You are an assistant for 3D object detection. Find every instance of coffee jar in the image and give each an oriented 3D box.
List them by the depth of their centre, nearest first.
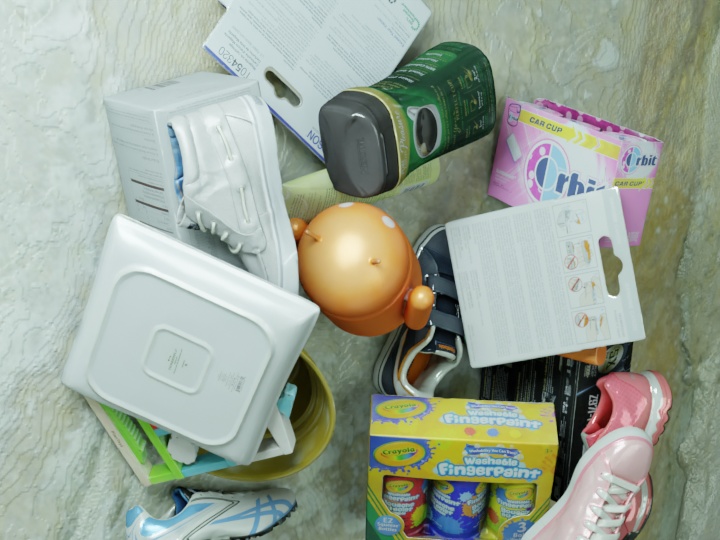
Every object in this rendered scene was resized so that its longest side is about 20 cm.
[{"bbox_3d":[0.046,-0.151,1.273,0.199,0.085,0.105,-31,124,-38],"label":"coffee jar"}]

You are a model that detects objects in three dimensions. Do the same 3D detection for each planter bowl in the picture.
[{"bbox_3d":[-0.115,0.105,1.243,0.084,0.198,0.202,-75,144,-54],"label":"planter bowl"}]

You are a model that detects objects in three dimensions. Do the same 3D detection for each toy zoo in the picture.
[{"bbox_3d":[-0.149,0.134,1.205,0.021,0.198,0.132,-76,144,-54],"label":"toy zoo"}]

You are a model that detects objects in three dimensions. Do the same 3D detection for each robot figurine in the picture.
[{"bbox_3d":[0.002,0.000,1.272,0.116,0.200,0.145,-24,74,4],"label":"robot figurine"}]

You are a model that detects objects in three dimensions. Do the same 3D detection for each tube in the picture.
[{"bbox_3d":[-0.009,-0.090,1.314,0.198,0.052,0.059,-21,109,-29],"label":"tube"}]

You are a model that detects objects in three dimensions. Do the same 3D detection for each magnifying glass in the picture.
[{"bbox_3d":[0.186,0.072,1.401,0.022,0.199,0.081,-5,102,-42],"label":"magnifying glass"}]

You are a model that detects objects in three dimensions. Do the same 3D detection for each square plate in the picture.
[{"bbox_3d":[-0.159,0.072,1.136,0.196,0.029,0.201,25,122,-2],"label":"square plate"}]

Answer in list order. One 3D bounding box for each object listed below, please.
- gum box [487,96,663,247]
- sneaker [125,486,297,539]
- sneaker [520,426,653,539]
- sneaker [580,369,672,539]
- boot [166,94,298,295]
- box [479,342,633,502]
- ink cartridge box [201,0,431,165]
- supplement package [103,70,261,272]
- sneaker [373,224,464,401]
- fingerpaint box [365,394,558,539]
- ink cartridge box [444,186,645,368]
[{"bbox_3d":[0.226,-0.112,1.388,0.066,0.199,0.115,-3,111,-35],"label":"gum box"},{"bbox_3d":[-0.147,0.247,1.296,0.198,0.072,0.073,-10,81,-40],"label":"sneaker"},{"bbox_3d":[0.246,0.263,1.306,0.075,0.105,0.201,25,112,-26],"label":"sneaker"},{"bbox_3d":[0.272,0.203,1.387,0.086,0.074,0.203,9,94,-21],"label":"sneaker"},{"bbox_3d":[-0.115,-0.047,1.110,0.095,0.073,0.202,-16,106,-21],"label":"boot"},{"bbox_3d":[0.220,0.144,1.467,0.085,0.163,0.203,-4,104,-34],"label":"box"},{"bbox_3d":[-0.046,-0.241,1.254,0.196,0.043,0.201,42,78,-37],"label":"ink cartridge box"},{"bbox_3d":[-0.150,-0.070,1.182,0.113,0.109,0.202,-20,112,-30],"label":"supplement package"},{"bbox_3d":[0.083,0.052,1.400,0.078,0.079,0.202,17,90,-36],"label":"sneaker"},{"bbox_3d":[0.105,0.224,1.374,0.197,0.074,0.168,3,123,1],"label":"fingerpaint box"},{"bbox_3d":[0.197,0.009,1.343,0.047,0.198,0.162,-4,83,-62],"label":"ink cartridge box"}]
